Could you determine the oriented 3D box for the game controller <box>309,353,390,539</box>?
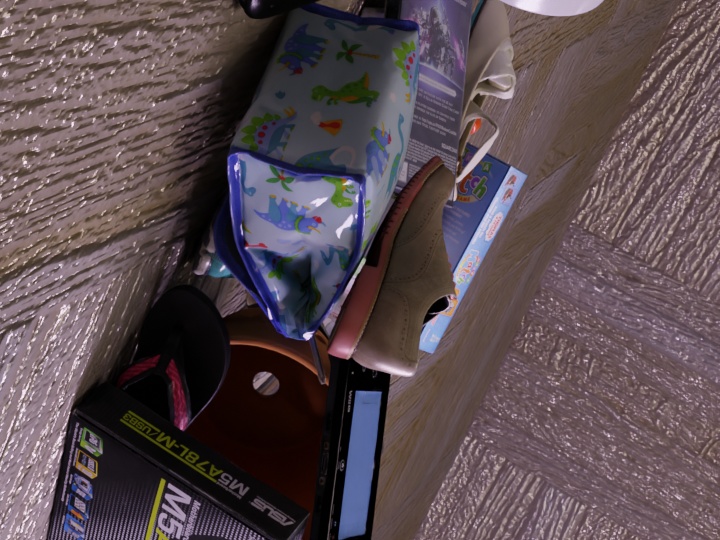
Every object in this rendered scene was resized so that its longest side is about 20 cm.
[{"bbox_3d":[-0.008,0.145,1.390,0.104,0.042,0.202,17,79,-79],"label":"game controller"}]

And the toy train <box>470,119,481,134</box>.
[{"bbox_3d":[0.048,-0.140,1.736,0.151,0.055,0.200,-66,154,-6],"label":"toy train"}]

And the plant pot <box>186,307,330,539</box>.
[{"bbox_3d":[-0.088,0.121,1.524,0.140,0.198,0.201,-75,-171,-69],"label":"plant pot"}]

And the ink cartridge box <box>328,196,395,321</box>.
[{"bbox_3d":[0.000,0.000,1.648,0.068,0.116,0.201,-57,159,-22],"label":"ink cartridge box"}]

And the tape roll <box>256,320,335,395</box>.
[{"bbox_3d":[-0.057,0.128,1.747,0.202,0.071,0.202,-44,-177,3],"label":"tape roll"}]

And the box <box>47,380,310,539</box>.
[{"bbox_3d":[-0.146,0.208,1.419,0.048,0.192,0.201,-43,160,-44],"label":"box"}]

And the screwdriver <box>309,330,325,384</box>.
[{"bbox_3d":[-0.040,0.054,1.427,0.029,0.028,0.200,-57,-165,17],"label":"screwdriver"}]

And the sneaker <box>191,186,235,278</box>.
[{"bbox_3d":[-0.074,-0.023,1.466,0.078,0.079,0.200,-64,166,10],"label":"sneaker"}]

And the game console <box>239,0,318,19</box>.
[{"bbox_3d":[-0.018,-0.292,1.227,0.175,0.117,0.201,-22,151,-21],"label":"game console"}]

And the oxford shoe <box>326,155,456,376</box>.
[{"bbox_3d":[0.040,0.000,1.372,0.201,0.074,0.071,-65,-179,-36],"label":"oxford shoe"}]

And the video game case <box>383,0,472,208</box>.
[{"bbox_3d":[0.053,-0.163,1.557,0.143,0.019,0.202,15,79,-63],"label":"video game case"}]

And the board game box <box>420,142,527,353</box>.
[{"bbox_3d":[0.063,-0.040,1.856,0.036,0.151,0.201,21,99,-47],"label":"board game box"}]

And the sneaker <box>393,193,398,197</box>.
[{"bbox_3d":[0.016,-0.032,1.740,0.089,0.077,0.200,-54,165,3],"label":"sneaker"}]

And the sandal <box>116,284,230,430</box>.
[{"bbox_3d":[-0.159,0.104,1.420,0.201,0.075,0.045,-63,169,23],"label":"sandal"}]

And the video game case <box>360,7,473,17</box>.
[{"bbox_3d":[0.041,-0.158,1.628,0.199,0.017,0.144,-11,118,-60],"label":"video game case"}]

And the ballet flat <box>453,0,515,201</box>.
[{"bbox_3d":[0.103,-0.152,1.657,0.202,0.069,0.070,-64,169,-10],"label":"ballet flat"}]

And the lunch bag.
[{"bbox_3d":[-0.029,-0.071,1.376,0.201,0.126,0.171,89,18,-52],"label":"lunch bag"}]

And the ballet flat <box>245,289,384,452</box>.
[{"bbox_3d":[-0.036,0.082,1.623,0.066,0.201,0.057,-32,-179,-34],"label":"ballet flat"}]

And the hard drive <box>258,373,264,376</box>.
[{"bbox_3d":[-0.043,-0.007,1.771,0.200,0.027,0.132,-53,166,-35],"label":"hard drive"}]

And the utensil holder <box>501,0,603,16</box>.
[{"bbox_3d":[0.174,-0.345,1.570,0.170,0.169,0.201,-49,166,-45],"label":"utensil holder"}]
